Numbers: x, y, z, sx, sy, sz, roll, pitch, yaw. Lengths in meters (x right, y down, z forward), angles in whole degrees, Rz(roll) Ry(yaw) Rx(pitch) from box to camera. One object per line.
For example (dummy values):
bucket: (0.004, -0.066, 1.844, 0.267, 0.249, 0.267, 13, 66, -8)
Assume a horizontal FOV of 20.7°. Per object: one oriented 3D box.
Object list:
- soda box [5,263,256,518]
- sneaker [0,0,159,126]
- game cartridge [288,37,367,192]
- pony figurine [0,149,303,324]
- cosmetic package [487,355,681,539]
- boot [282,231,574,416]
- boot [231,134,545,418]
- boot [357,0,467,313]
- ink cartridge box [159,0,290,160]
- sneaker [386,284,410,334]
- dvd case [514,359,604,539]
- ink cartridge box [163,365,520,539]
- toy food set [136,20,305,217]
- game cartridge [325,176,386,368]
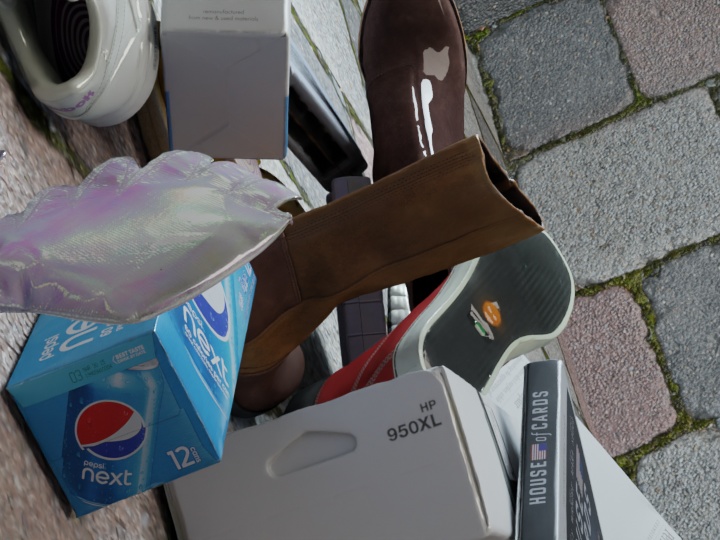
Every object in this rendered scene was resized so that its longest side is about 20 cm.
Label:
soda box: (-0.094, 0.025, 0.859, 0.200, 0.067, 0.065, -87, 154, -68)
sneaker: (-0.141, -0.170, 0.945, 0.100, 0.074, 0.202, -20, 101, -76)
game cartridge: (-0.061, -0.134, 1.222, 0.134, 0.041, 0.200, 55, 3, 25)
pony figurine: (-0.135, -0.016, 0.559, 0.193, 0.165, 0.201, -51, 128, -42)
cosmetic package: (0.105, 0.132, 1.232, 0.200, 0.074, 0.102, 48, 26, 1)
boot: (0.034, 0.048, 1.143, 0.073, 0.144, 0.200, 56, 38, -3)
boot: (0.000, 0.000, 1.041, 0.188, 0.199, 0.069, 52, 18, -60)
boot: (0.041, -0.081, 1.225, 0.167, 0.072, 0.202, -103, -169, -68)
ink cartridge box: (-0.070, -0.174, 1.066, 0.116, 0.066, 0.202, 94, -4, -60)
sneaker: (0.065, 0.093, 1.326, 0.079, 0.088, 0.202, 85, 2, -65)
dvd case: (0.111, 0.169, 1.003, 0.151, 0.024, 0.201, -80, 158, -57)
ink cartridge box: (0.005, 0.120, 0.972, 0.200, 0.143, 0.085, 38, 33, -72)
toy food set: (-0.080, -0.060, 1.190, 0.198, 0.048, 0.202, -24, 93, -81)
game cartridge: (-0.001, 0.030, 1.296, 0.200, 0.038, 0.131, 86, -6, -70)
